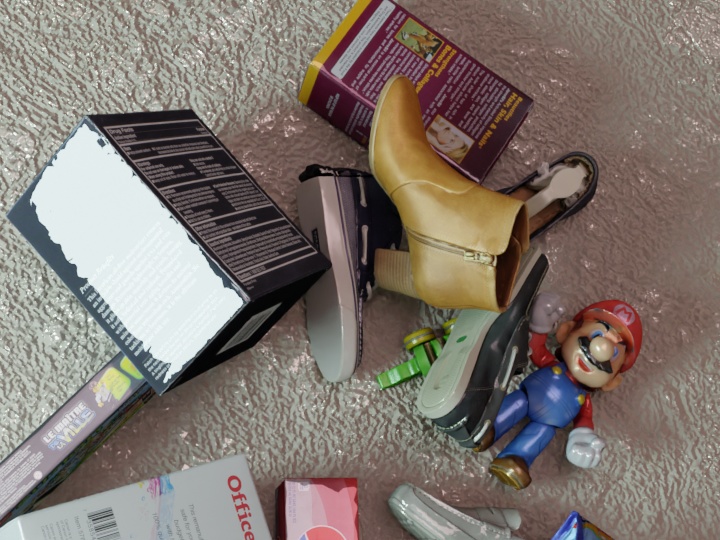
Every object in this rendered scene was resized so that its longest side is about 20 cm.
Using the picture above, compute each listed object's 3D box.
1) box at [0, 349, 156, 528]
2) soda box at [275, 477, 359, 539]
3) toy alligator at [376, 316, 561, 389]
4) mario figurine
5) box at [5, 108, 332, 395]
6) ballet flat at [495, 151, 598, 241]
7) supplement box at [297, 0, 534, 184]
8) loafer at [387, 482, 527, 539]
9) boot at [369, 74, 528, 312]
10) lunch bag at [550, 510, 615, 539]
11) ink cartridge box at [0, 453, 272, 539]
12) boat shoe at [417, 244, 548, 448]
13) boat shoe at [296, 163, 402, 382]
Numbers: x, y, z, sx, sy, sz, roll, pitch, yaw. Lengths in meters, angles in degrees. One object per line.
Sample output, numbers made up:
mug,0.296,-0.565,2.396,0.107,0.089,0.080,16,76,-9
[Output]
box,-0.250,0.146,1.090,0.035,0.110,0.200,44,70,4
soda box,-0.037,0.283,1.118,0.069,0.063,0.203,1,72,-12
toy alligator,0.110,0.069,1.220,0.198,0.054,0.060,-18,78,-17
mario figurine,0.187,0.102,1.196,0.200,0.106,0.124,-44,125,-13
box,-0.156,-0.024,1.103,0.123,0.200,0.199,-44,83,19
ballet flat,0.156,-0.057,1.262,0.199,0.073,0.073,-32,82,-19
supplement box,0.053,-0.165,1.264,0.199,0.086,0.111,35,70,1
loafer,0.116,0.240,1.162,0.199,0.070,0.070,33,75,-10
boot,0.082,-0.069,1.140,0.070,0.143,0.204,-8,101,-53
lunch bag,0.182,0.337,1.115,0.150,0.094,0.201,36,105,-12
ink cartridge box,-0.179,0.251,1.029,0.198,0.144,0.147,-11,75,-33
boat shoe,0.121,0.064,1.166,0.067,0.072,0.201,40,61,-18
boat shoe,0.000,0.000,1.213,0.092,0.074,0.203,-2,84,-30
